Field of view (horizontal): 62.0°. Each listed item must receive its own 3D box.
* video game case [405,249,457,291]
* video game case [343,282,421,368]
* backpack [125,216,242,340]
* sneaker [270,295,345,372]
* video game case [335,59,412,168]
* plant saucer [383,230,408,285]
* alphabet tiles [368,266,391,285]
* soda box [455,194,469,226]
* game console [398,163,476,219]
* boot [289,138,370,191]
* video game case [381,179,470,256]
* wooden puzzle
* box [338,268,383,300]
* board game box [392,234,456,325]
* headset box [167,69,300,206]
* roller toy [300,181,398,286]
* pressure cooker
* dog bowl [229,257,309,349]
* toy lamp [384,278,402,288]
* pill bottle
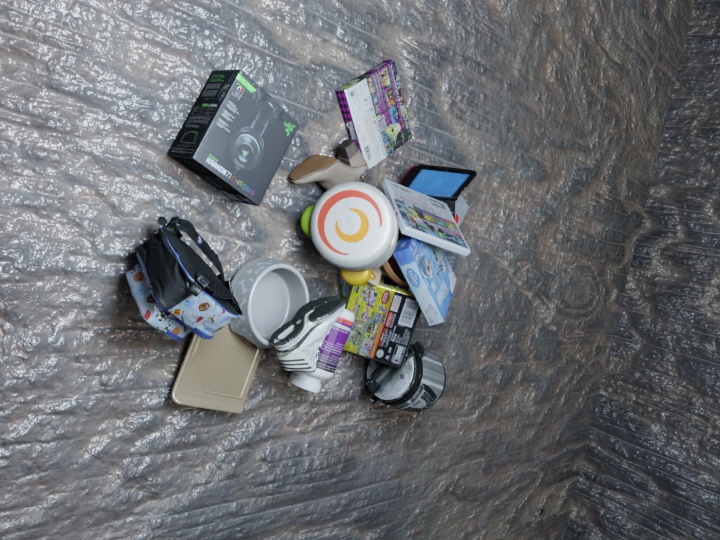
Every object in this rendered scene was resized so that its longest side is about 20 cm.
[{"bbox_3d":[0.191,0.001,1.594,0.142,0.019,0.201,0,108,-29],"label":"video game case"},{"bbox_3d":[0.043,0.126,1.455,0.026,0.180,0.201,-75,-179,-68],"label":"video game case"},{"bbox_3d":[-0.309,0.038,1.072,0.154,0.200,0.190,-38,142,7],"label":"backpack"},{"bbox_3d":[-0.104,0.144,1.295,0.200,0.075,0.116,-35,128,-35],"label":"sneaker"},{"bbox_3d":[0.038,-0.367,1.420,0.181,0.036,0.201,-41,128,-31],"label":"video game case"},{"bbox_3d":[0.099,-0.061,1.453,0.200,0.032,0.202,17,67,-48],"label":"plant saucer"},{"bbox_3d":[0.015,-0.067,1.429,0.200,0.015,0.196,32,54,-23],"label":"alphabet tiles"},{"bbox_3d":[0.222,-0.117,1.665,0.063,0.068,0.201,44,69,-42],"label":"soda box"},{"bbox_3d":[0.188,-0.170,1.534,0.199,0.119,0.174,1,89,-27],"label":"game console"},{"bbox_3d":[-0.059,-0.198,1.352,0.200,0.070,0.147,-34,136,-22],"label":"boot"},{"bbox_3d":[0.154,-0.125,1.418,0.199,0.183,0.023,17,127,-32],"label":"video game case"},{"bbox_3d":[-0.289,0.186,1.245,0.185,0.037,0.201,26,78,-48],"label":"wooden puzzle"},{"bbox_3d":[0.000,0.000,1.483,0.117,0.048,0.201,-25,121,-39],"label":"box"},{"bbox_3d":[0.158,-0.007,1.420,0.200,0.043,0.200,62,28,-20],"label":"board game box"},{"bbox_3d":[-0.230,-0.253,1.131,0.174,0.092,0.201,37,74,-46],"label":"headset box"},{"bbox_3d":[-0.008,-0.087,1.296,0.182,0.200,0.140,-39,169,2],"label":"roller toy"},{"bbox_3d":[0.109,0.279,1.590,0.200,0.178,0.177,29,67,-47],"label":"pressure cooker"},{"bbox_3d":[-0.188,0.072,1.274,0.200,0.058,0.201,-6,98,-50],"label":"dog bowl"},{"bbox_3d":[0.110,-0.010,1.589,0.058,0.058,0.201,40,72,-45],"label":"toy lamp"},{"bbox_3d":[-0.096,0.173,1.384,0.112,0.112,0.201,28,81,-47],"label":"pill bottle"}]
